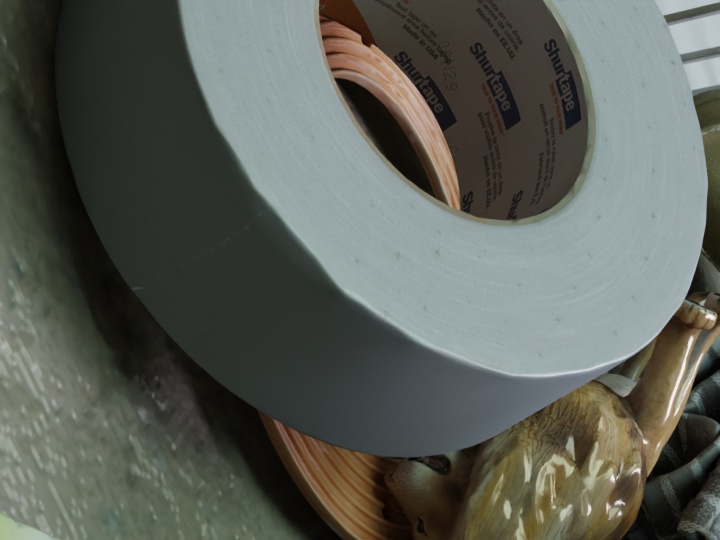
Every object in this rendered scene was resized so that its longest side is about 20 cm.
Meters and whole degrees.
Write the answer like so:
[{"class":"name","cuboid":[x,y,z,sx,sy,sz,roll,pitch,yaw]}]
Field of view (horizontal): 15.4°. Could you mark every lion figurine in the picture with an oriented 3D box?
[{"class":"lion figurine","cuboid":[0.080,0.057,0.922,0.123,0.072,0.200,-67,160,7]}]

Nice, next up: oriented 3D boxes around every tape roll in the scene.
[{"class":"tape roll","cuboid":[0.010,-0.048,0.800,0.200,0.066,0.201,21,54,-31]}]

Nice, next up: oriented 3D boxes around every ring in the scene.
[{"class":"ring","cuboid":[0.000,0.000,0.893,0.200,0.019,0.201,34,50,-53]}]

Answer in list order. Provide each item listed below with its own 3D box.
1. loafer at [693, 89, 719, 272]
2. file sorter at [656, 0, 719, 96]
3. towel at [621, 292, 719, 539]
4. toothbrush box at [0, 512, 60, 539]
[{"class":"loafer","cuboid":[0.207,0.000,1.161,0.200,0.076,0.067,41,15,-10]},{"class":"file sorter","cuboid":[0.183,-0.145,1.183,0.200,0.124,0.139,24,59,-58]},{"class":"towel","cuboid":[0.191,0.088,1.051,0.086,0.166,0.200,41,-10,50]},{"class":"toothbrush box","cuboid":[-0.107,0.128,0.569,0.200,0.086,0.146,37,48,-54]}]
